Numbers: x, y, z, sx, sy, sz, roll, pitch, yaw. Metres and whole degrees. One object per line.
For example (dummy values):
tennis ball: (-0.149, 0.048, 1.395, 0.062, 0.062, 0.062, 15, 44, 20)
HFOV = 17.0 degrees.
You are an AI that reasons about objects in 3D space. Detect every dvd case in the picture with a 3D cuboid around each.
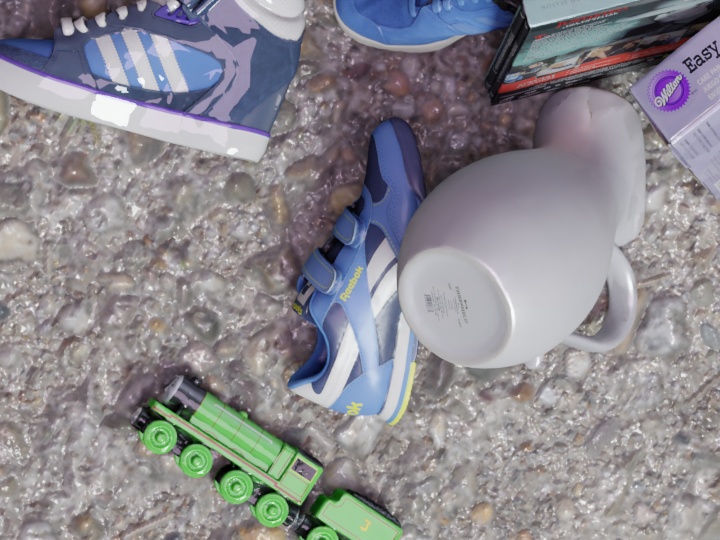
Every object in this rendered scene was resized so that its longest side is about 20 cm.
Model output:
dvd case: (0.156, -0.147, 1.463, 0.145, 0.200, 0.022, -14, 83, -5)

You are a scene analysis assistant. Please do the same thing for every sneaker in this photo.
sneaker: (0.000, 0.000, 1.548, 0.082, 0.074, 0.201, 6, 99, -4)
sneaker: (-0.133, -0.160, 1.506, 0.199, 0.081, 0.147, 15, 91, -5)
sneaker: (0.074, -0.184, 1.479, 0.199, 0.111, 0.077, -1, 79, 10)

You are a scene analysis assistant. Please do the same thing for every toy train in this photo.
toy train: (-0.059, 0.137, 1.587, 0.200, 0.042, 0.057, 35, 86, -11)

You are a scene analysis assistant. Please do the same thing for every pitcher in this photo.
pitcher: (0.113, 0.000, 1.505, 0.121, 0.200, 0.172, -3, 115, 36)

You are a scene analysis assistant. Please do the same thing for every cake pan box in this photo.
cake pan box: (0.266, -0.130, 1.484, 0.184, 0.200, 0.052, -37, 73, 10)
